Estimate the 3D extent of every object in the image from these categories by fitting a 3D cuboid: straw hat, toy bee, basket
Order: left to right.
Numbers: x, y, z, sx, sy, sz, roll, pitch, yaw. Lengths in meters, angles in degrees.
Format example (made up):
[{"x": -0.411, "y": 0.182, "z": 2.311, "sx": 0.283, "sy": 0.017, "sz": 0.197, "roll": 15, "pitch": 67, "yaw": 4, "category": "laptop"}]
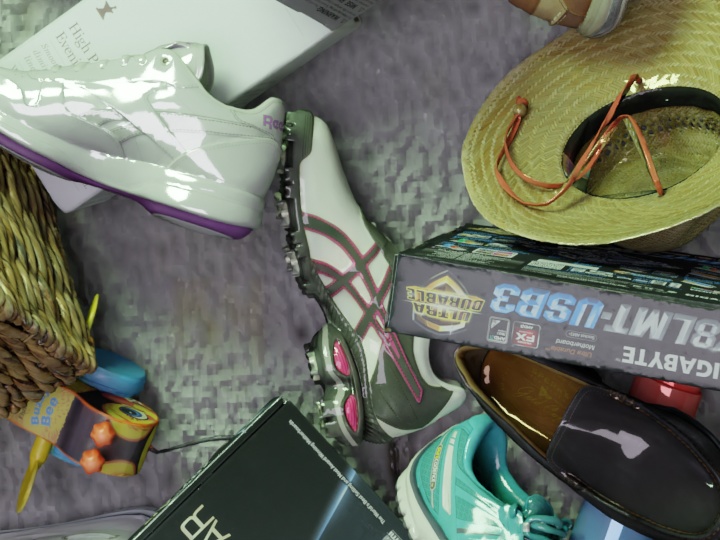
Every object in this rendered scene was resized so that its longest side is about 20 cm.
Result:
[{"x": -0.263, "y": -0.008, "z": 1.549, "sx": 0.148, "sy": 0.143, "sz": 0.201, "roll": -28, "pitch": 59, "yaw": 14, "category": "basket"}, {"x": -0.159, "y": 0.080, "z": 1.588, "sx": 0.198, "sy": 0.109, "sz": 0.132, "roll": 2, "pitch": 95, "yaw": 13, "category": "toy bee"}, {"x": 0.163, "y": -0.058, "z": 1.502, "sx": 0.200, "sy": 0.202, "sz": 0.085, "roll": -15, "pitch": 133, "yaw": 15, "category": "straw hat"}]

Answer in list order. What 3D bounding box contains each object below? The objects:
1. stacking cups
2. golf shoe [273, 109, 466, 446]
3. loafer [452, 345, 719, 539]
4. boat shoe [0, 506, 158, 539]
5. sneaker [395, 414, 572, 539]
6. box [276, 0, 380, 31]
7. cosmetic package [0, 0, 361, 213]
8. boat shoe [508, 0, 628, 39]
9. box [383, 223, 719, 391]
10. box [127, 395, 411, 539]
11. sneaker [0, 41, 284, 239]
[{"x": 0.147, "y": 0.154, "z": 1.555, "sx": 0.060, "sy": 0.060, "sz": 0.201, "roll": 23, "pitch": 96, "yaw": 10, "category": "stacking cups"}, {"x": 0.000, "y": 0.000, "z": 1.568, "sx": 0.087, "sy": 0.077, "sz": 0.202, "roll": -13, "pitch": 99, "yaw": -2, "category": "golf shoe"}, {"x": 0.129, "y": 0.095, "z": 1.493, "sx": 0.199, "sy": 0.072, "sz": 0.073, "roll": 29, "pitch": 98, "yaw": 40, "category": "loafer"}, {"x": -0.206, "y": 0.189, "z": 1.632, "sx": 0.199, "sy": 0.067, "sz": 0.074, "roll": -24, "pitch": 90, "yaw": 15, "category": "boat shoe"}, {"x": 0.084, "y": 0.166, "z": 1.516, "sx": 0.080, "sy": 0.077, "sz": 0.201, "roll": -45, "pitch": 53, "yaw": 21, "category": "sneaker"}, {"x": -0.036, "y": -0.252, "z": 1.480, "sx": 0.101, "sy": 0.112, "sz": 0.201, "roll": -32, "pitch": 65, "yaw": 21, "category": "box"}, {"x": -0.111, "y": -0.128, "z": 1.570, "sx": 0.199, "sy": 0.074, "sz": 0.102, "roll": -35, "pitch": 89, "yaw": 16, "category": "cosmetic package"}, {"x": 0.126, "y": -0.231, "z": 1.492, "sx": 0.071, "sy": 0.076, "sz": 0.202, "roll": 10, "pitch": 97, "yaw": -6, "category": "boat shoe"}, {"x": 0.130, "y": 0.016, "z": 1.464, "sx": 0.198, "sy": 0.198, "sz": 0.050, "roll": 9, "pitch": 97, "yaw": 12, "category": "box"}, {"x": -0.037, "y": 0.199, "z": 1.561, "sx": 0.160, "sy": 0.044, "sz": 0.200, "roll": -43, "pitch": 93, "yaw": -11, "category": "box"}, {"x": -0.135, "y": -0.091, "z": 1.518, "sx": 0.199, "sy": 0.075, "sz": 0.100, "roll": 21, "pitch": 88, "yaw": 4, "category": "sneaker"}]
